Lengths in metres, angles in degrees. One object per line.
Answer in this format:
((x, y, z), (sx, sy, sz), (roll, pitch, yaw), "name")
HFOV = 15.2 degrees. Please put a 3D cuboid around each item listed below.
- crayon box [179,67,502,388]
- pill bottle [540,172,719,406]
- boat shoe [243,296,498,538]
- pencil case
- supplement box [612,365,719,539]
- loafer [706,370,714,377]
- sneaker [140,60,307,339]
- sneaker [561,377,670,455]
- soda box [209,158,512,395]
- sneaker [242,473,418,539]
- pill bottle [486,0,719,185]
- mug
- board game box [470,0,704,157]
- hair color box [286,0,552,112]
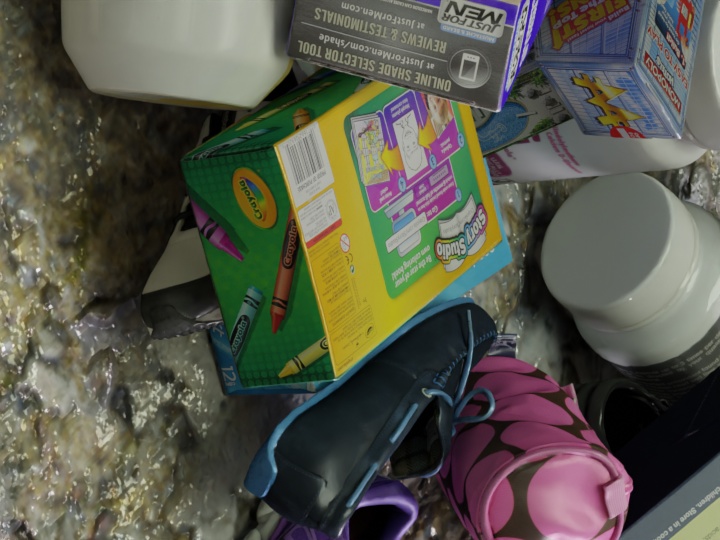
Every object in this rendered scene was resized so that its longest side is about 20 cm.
((-0.005, -0.034, 1.356), (0.200, 0.058, 0.119), (-38, 117, -56), "crayon box")
((0.203, 0.025, 1.700), (0.200, 0.113, 0.114), (37, 59, -45), "pill bottle")
((0.017, 0.085, 1.423), (0.069, 0.084, 0.200), (40, 47, 13), "boat shoe")
((0.091, 0.104, 1.475), (0.200, 0.093, 0.091), (-117, -157, -74), "pencil case")
((0.214, 0.190, 1.510), (0.200, 0.134, 0.200), (-38, 99, -13), "supplement box")
((0.228, 0.125, 1.672), (0.200, 0.067, 0.076), (88, 26, -65), "loafer")
((-0.068, -0.037, 1.387), (0.080, 0.073, 0.200), (65, 31, -24), "sneaker")
((0.159, 0.114, 1.649), (0.200, 0.099, 0.071), (24, 67, -51), "sneaker")
((0.000, 0.000, 1.478), (0.200, 0.064, 0.068), (-33, 113, -49), "soda box")
((-0.034, 0.175, 1.405), (0.081, 0.083, 0.200), (57, 47, -32), "sneaker")
((0.141, -0.111, 1.559), (0.113, 0.199, 0.114), (7, 81, -52), "pill bottle")
((-0.068, -0.157, 1.335), (0.185, 0.149, 0.154), (7, 90, -25), "mug")
((0.108, -0.137, 1.468), (0.062, 0.199, 0.201), (51, 25, -36), "board game box")
((0.043, -0.159, 1.353), (0.200, 0.109, 0.065), (-64, 167, -56), "hair color box")
